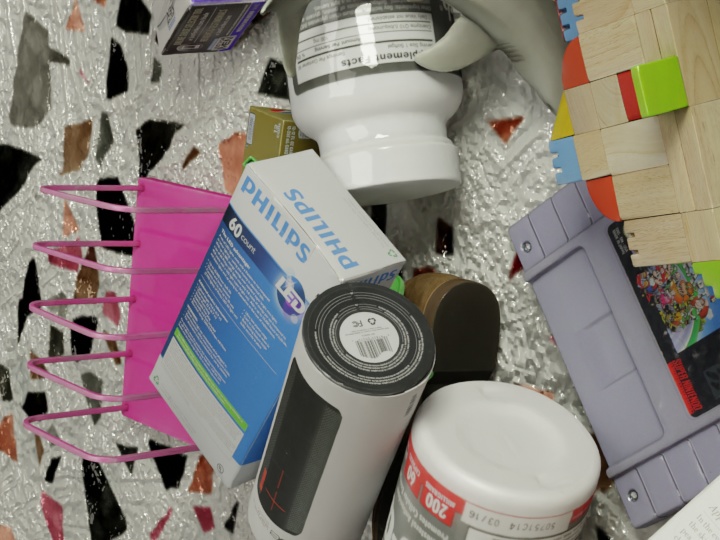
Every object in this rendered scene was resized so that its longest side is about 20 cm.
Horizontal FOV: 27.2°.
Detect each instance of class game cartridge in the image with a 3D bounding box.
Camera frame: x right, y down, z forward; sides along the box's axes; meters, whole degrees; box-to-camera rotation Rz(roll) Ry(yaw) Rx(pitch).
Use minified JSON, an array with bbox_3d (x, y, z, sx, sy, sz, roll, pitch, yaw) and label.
[{"bbox_3d":[0.169,0.032,0.862,0.130,0.038,0.202,-41,64,44],"label":"game cartridge"}]

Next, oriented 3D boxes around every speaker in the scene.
[{"bbox_3d":[-0.015,0.100,0.902,0.082,0.080,0.201,56,148,28],"label":"speaker"}]

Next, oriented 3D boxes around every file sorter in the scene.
[{"bbox_3d":[-0.181,0.036,1.160,0.138,0.124,0.203,14,102,45],"label":"file sorter"}]

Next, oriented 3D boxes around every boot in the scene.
[{"bbox_3d":[0.040,0.100,0.985,0.075,0.073,0.203,20,99,59],"label":"boot"}]

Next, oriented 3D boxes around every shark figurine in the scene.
[{"bbox_3d":[0.049,-0.170,0.873,0.089,0.212,0.130,148,132,-75],"label":"shark figurine"}]

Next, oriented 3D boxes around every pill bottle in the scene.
[{"bbox_3d":[0.005,-0.149,0.964,0.115,0.115,0.203,-13,83,45],"label":"pill bottle"},{"bbox_3d":[0.067,0.179,0.903,0.114,0.113,0.202,39,129,38],"label":"pill bottle"}]

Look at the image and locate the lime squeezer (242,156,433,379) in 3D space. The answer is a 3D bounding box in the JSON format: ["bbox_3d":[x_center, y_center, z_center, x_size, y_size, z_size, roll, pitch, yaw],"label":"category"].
[{"bbox_3d":[0.000,0.000,0.974,0.038,0.071,0.200,-37,64,-4],"label":"lime squeezer"}]

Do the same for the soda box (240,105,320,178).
[{"bbox_3d":[-0.051,-0.010,1.055,0.064,0.067,0.203,29,114,59],"label":"soda box"}]

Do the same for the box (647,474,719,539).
[{"bbox_3d":[0.205,0.153,0.708,0.200,0.124,0.098,-42,58,5],"label":"box"}]

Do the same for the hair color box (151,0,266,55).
[{"bbox_3d":[-0.127,-0.275,1.112,0.109,0.064,0.203,150,112,-68],"label":"hair color box"}]

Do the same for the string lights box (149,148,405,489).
[{"bbox_3d":[-0.059,0.034,0.950,0.103,0.059,0.201,50,132,24],"label":"string lights box"}]

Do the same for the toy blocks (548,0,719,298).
[{"bbox_3d":[0.151,-0.081,0.787,0.136,0.099,0.203,-8,97,65],"label":"toy blocks"}]
